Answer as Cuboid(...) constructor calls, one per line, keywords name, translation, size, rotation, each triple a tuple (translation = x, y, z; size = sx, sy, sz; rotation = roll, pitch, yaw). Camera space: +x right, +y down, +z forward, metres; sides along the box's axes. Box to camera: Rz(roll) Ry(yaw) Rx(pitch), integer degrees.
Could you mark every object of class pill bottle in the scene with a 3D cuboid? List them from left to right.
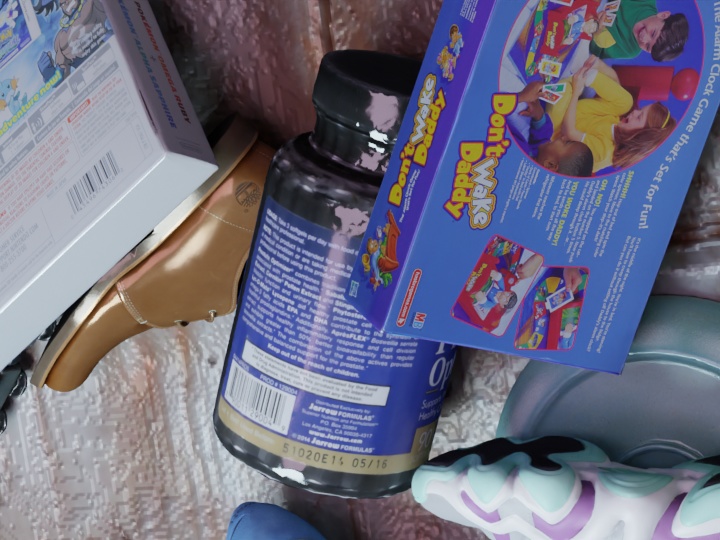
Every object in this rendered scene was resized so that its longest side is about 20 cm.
Cuboid(name="pill bottle", translation=(0.000, 0.000, 1.245), size=(0.112, 0.112, 0.200), rotation=(21, 109, 21))

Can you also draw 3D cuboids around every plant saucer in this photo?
Cuboid(name="plant saucer", translation=(0.151, 0.113, 1.243), size=(0.200, 0.027, 0.200), rotation=(5, 102, 25))

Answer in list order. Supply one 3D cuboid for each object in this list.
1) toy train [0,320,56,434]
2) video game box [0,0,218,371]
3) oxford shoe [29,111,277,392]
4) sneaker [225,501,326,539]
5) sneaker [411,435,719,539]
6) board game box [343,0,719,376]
Cuboid(name="toy train", translation=(-0.183, 0.014, 1.382), size=(0.046, 0.034, 0.200), rotation=(41, 115, 26))
Cuboid(name="video game box", translation=(-0.178, -0.067, 1.321), size=(0.200, 0.047, 0.182), rotation=(-40, 59, 27))
Cuboid(name="oxford shoe", translation=(-0.101, 0.009, 1.326), size=(0.071, 0.071, 0.200), rotation=(40, 122, -12))
Cuboid(name="sneaker", translation=(-0.042, 0.215, 1.348), size=(0.078, 0.066, 0.200), rotation=(33, 130, 56))
Cuboid(name="sneaker", translation=(0.117, 0.155, 1.209), size=(0.200, 0.078, 0.140), rotation=(4, 101, 26))
Cuboid(name="board game box", translation=(0.088, -0.060, 1.169), size=(0.045, 0.134, 0.200), rotation=(41, 116, 57))
